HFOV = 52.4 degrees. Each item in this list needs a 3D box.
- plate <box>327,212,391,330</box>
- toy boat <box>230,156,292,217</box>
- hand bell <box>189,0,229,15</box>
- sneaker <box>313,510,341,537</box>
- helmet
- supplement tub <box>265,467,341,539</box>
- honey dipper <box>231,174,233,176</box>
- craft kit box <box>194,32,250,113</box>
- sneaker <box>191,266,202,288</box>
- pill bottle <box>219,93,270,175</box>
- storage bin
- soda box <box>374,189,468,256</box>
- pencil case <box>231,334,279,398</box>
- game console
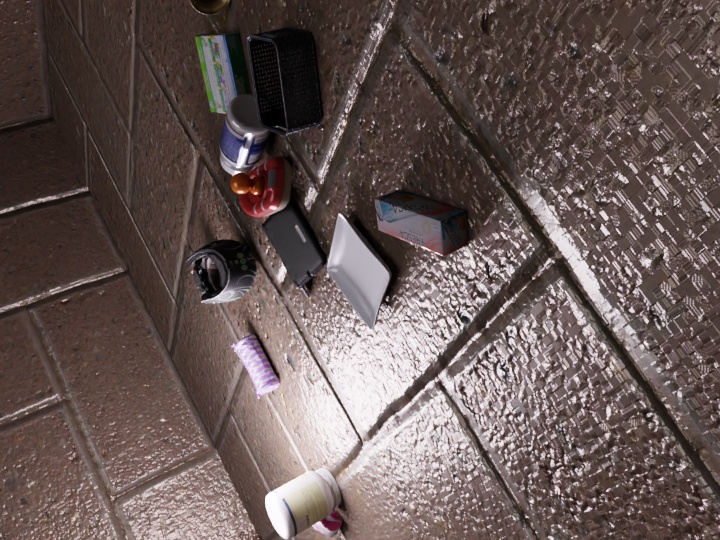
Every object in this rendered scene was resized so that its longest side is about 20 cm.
[{"bbox_3d":[0.000,0.000,1.628,0.201,0.032,0.201,52,148,28],"label":"plate"},{"bbox_3d":[-0.258,-0.207,1.801,0.199,0.129,0.133,-14,70,60],"label":"toy boat"},{"bbox_3d":[-0.390,-0.720,1.788,0.105,0.103,0.201,100,152,-44],"label":"hand bell"},{"bbox_3d":[-0.137,0.772,2.327,0.200,0.081,0.089,43,141,39],"label":"sneaker"},{"bbox_3d":[-0.402,0.002,2.155,0.197,0.190,0.203,2,97,21],"label":"helmet"},{"bbox_3d":[-0.171,0.699,2.213,0.145,0.198,0.147,38,139,42],"label":"supplement tub"},{"bbox_3d":[-0.307,-0.235,1.994,0.200,0.038,0.038,49,146,29],"label":"honey dipper"},{"bbox_3d":[-0.351,-0.504,1.882,0.197,0.048,0.203,21,126,50],"label":"craft kit box"},{"bbox_3d":[-0.512,0.031,2.444,0.071,0.107,0.200,61,150,13],"label":"sneaker"},{"bbox_3d":[-0.287,-0.329,1.813,0.117,0.115,0.200,59,149,16],"label":"pill bottle"},{"bbox_3d":[-0.162,-0.406,1.572,0.135,0.093,0.203,29,134,49],"label":"storage bin"},{"bbox_3d":[0.110,-0.091,1.348,0.199,0.063,0.069,25,130,51],"label":"soda box"},{"bbox_3d":[-0.336,0.303,2.350,0.201,0.085,0.084,57,151,18],"label":"pencil case"},{"bbox_3d":[-0.158,-0.055,1.876,0.176,0.116,0.201,-42,70,28],"label":"game console"}]
